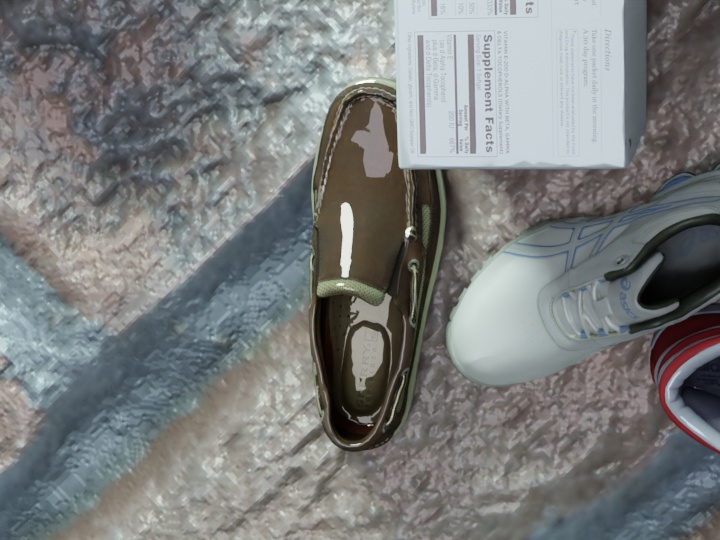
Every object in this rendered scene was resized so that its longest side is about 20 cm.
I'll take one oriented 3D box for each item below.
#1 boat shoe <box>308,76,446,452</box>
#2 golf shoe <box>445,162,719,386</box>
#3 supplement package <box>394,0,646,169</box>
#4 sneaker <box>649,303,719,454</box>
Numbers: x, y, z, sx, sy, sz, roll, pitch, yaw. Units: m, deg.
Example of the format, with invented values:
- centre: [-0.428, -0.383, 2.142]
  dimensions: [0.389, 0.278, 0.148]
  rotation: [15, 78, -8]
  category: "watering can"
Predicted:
- centre: [0.006, 0.000, 1.023]
  dimensions: [0.074, 0.075, 0.203]
  rotation: [1, 102, 11]
  category: "boat shoe"
- centre: [0.127, 0.006, 0.990]
  dimensions: [0.199, 0.097, 0.079]
  rotation: [-30, 96, 17]
  category: "golf shoe"
- centre: [0.082, -0.159, 0.933]
  dimensions: [0.110, 0.156, 0.201]
  rotation: [1, 102, 12]
  category: "supplement package"
- centre: [0.246, 0.053, 0.967]
  dimensions: [0.199, 0.112, 0.072]
  rotation: [-4, 101, 12]
  category: "sneaker"
